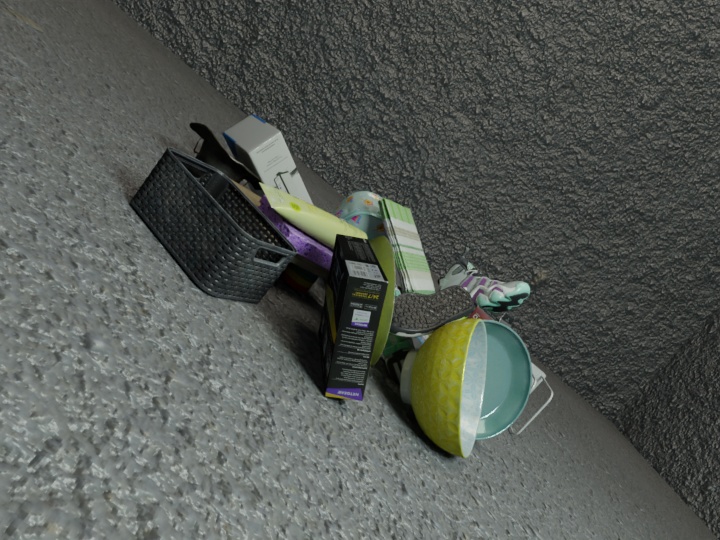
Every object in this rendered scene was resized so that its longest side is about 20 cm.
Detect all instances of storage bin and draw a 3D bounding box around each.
[{"bbox_3d":[-0.198,-0.060,0.780,0.200,0.094,0.135,44,10,23],"label":"storage bin"}]

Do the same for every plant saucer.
[{"bbox_3d":[0.201,0.184,0.978,0.199,0.202,0.036,37,-9,-16],"label":"plant saucer"},{"bbox_3d":[0.007,0.045,0.883,0.030,0.204,0.200,8,20,-16],"label":"plant saucer"}]

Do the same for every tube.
[{"bbox_3d":[-0.072,-0.077,0.905,0.198,0.053,0.057,27,-22,-37],"label":"tube"}]

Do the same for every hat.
[{"bbox_3d":[-0.282,-0.198,1.114,0.200,0.081,0.201,42,-7,6],"label":"hat"}]

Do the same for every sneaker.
[{"bbox_3d":[0.103,0.082,0.922,0.197,0.083,0.072,-6,57,-36],"label":"sneaker"},{"bbox_3d":[0.228,0.016,1.119,0.077,0.198,0.143,23,55,-46],"label":"sneaker"},{"bbox_3d":[0.051,0.101,0.993,0.088,0.073,0.204,48,26,-80],"label":"sneaker"}]

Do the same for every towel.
[{"bbox_3d":[0.092,-0.035,1.126,0.149,0.030,0.204,10,61,-65],"label":"towel"}]

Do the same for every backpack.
[{"bbox_3d":[-0.003,-0.055,1.203,0.175,0.200,0.154,37,27,-23],"label":"backpack"}]

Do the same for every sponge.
[{"bbox_3d":[-0.079,-0.046,0.956,0.199,0.030,0.112,31,14,-48],"label":"sponge"}]

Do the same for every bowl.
[{"bbox_3d":[0.121,0.167,0.862,0.106,0.204,0.200,6,-4,22],"label":"bowl"}]

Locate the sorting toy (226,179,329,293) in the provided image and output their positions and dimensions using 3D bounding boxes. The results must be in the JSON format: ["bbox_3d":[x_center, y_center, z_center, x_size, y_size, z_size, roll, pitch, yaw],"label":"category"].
[{"bbox_3d":[-0.153,-0.049,0.982,0.199,0.070,0.199,30,14,-50],"label":"sorting toy"}]

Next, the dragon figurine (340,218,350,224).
[{"bbox_3d":[0.000,0.000,1.086,0.100,0.058,0.203,-97,176,-59],"label":"dragon figurine"}]

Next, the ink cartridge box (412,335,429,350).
[{"bbox_3d":[0.112,0.149,1.132,0.116,0.067,0.199,45,11,32],"label":"ink cartridge box"}]

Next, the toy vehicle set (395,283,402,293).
[{"bbox_3d":[0.129,0.094,1.165,0.199,0.027,0.124,34,10,-34],"label":"toy vehicle set"}]

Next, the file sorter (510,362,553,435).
[{"bbox_3d":[0.303,0.241,1.263,0.199,0.139,0.125,39,12,-5],"label":"file sorter"}]

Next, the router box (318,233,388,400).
[{"bbox_3d":[-0.016,0.054,0.774,0.051,0.160,0.200,9,17,-9],"label":"router box"}]

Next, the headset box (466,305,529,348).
[{"bbox_3d":[0.224,0.166,1.091,0.148,0.201,0.075,26,16,-51],"label":"headset box"}]

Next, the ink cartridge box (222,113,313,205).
[{"bbox_3d":[-0.191,-0.206,1.208,0.146,0.084,0.202,39,-21,45],"label":"ink cartridge box"}]
